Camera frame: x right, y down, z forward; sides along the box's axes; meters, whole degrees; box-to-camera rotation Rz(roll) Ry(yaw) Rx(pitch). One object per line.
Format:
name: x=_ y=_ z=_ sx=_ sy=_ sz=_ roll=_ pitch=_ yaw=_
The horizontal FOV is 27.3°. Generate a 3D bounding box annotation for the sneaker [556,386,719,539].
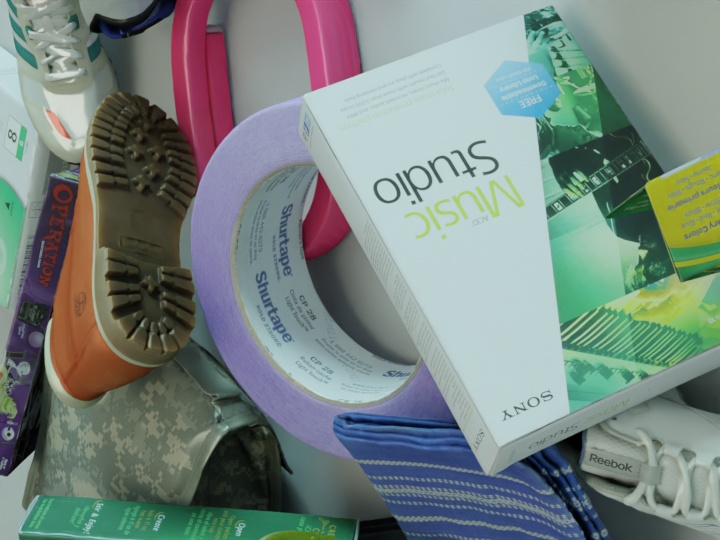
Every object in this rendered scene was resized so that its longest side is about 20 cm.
sneaker: x=0.150 y=0.094 z=0.691 sx=0.199 sy=0.087 sz=0.075 roll=21 pitch=106 yaw=41

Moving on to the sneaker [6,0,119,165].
sneaker: x=-0.214 y=-0.172 z=1.007 sx=0.070 sy=0.093 sz=0.202 roll=-8 pitch=89 yaw=5

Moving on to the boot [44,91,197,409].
boot: x=-0.154 y=-0.015 z=0.906 sx=0.107 sy=0.075 sz=0.202 roll=-41 pitch=40 yaw=41

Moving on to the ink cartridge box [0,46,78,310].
ink cartridge box: x=-0.295 y=-0.089 z=1.157 sx=0.199 sy=0.050 sz=0.162 roll=35 pitch=122 yaw=34

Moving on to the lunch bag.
lunch bag: x=-0.130 y=0.119 z=0.972 sx=0.164 sy=0.117 sz=0.201 roll=42 pitch=130 yaw=34

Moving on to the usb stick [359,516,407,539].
usb stick: x=0.038 y=0.169 z=0.864 sx=0.199 sy=0.032 sz=0.056 roll=-17 pitch=87 yaw=46

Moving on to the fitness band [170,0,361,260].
fitness band: x=-0.056 y=-0.104 z=0.911 sx=0.143 sy=0.037 sz=0.202 roll=-2 pitch=97 yaw=44

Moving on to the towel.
towel: x=0.076 y=0.151 z=0.756 sx=0.144 sy=0.024 sz=0.201 roll=-1 pitch=128 yaw=47

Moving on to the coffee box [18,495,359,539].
coffee box: x=-0.098 y=0.201 z=0.885 sx=0.198 sy=0.044 sz=0.124 roll=2 pitch=115 yaw=7

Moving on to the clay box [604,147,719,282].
clay box: x=0.205 y=-0.046 z=0.585 sx=0.199 sy=0.114 sz=0.048 roll=-29 pitch=78 yaw=46

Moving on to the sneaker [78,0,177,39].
sneaker: x=-0.167 y=-0.215 z=0.951 sx=0.200 sy=0.080 sz=0.116 roll=-110 pitch=3 yaw=-47

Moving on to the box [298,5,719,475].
box: x=0.076 y=-0.022 z=0.699 sx=0.201 sy=0.143 sz=0.036 roll=61 pitch=162 yaw=22

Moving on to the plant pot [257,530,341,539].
plant pot: x=-0.039 y=0.252 z=0.784 sx=0.200 sy=0.200 sz=0.194 roll=37 pitch=107 yaw=35

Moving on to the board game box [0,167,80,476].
board game box: x=-0.213 y=0.030 z=1.017 sx=0.120 sy=0.032 sz=0.202 roll=-102 pitch=28 yaw=-81

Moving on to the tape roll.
tape roll: x=0.000 y=0.000 z=0.820 sx=0.199 sy=0.065 sz=0.202 roll=15 pitch=116 yaw=34
